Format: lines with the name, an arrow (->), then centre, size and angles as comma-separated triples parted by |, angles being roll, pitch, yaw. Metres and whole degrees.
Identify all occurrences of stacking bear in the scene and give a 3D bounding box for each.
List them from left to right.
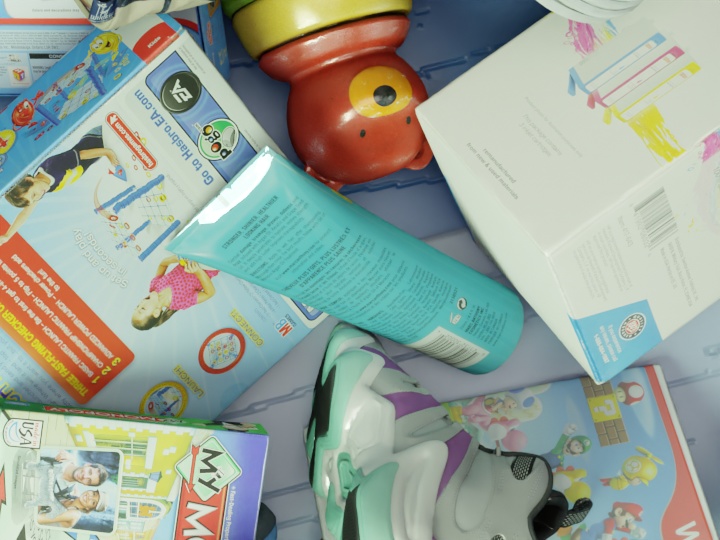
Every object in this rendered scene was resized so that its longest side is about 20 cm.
stacking bear -> -0.019, -0.142, 1.105 | 0.121, 0.114, 0.200 | -15, 87, -26

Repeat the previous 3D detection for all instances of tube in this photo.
tube -> 0.000, 0.000, 1.080 | 0.200, 0.050, 0.077 | 26, 116, -39

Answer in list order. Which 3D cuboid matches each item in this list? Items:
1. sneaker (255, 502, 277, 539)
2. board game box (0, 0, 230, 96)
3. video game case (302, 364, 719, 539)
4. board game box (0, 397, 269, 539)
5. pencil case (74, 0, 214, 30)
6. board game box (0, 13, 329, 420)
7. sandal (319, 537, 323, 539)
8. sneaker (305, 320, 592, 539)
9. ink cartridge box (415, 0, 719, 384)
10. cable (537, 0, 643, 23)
sneaker -> -0.110, 0.205, 1.105 | 0.200, 0.066, 0.078 | -43, 106, -6
board game box -> -0.153, -0.185, 1.070 | 0.151, 0.037, 0.200 | 2, 119, 15
video game case -> 0.079, 0.126, 1.111 | 0.199, 0.017, 0.143 | -10, 51, -4
board game box -> -0.125, 0.169, 1.046 | 0.134, 0.029, 0.201 | 6, 96, -14
pencil case -> -0.046, -0.170, 0.996 | 0.200, 0.089, 0.078 | -16, 94, -20
board game box -> -0.121, -0.003, 1.066 | 0.196, 0.056, 0.200 | -42, 132, -4
sandal -> 0.067, 0.167, 1.125 | 0.199, 0.055, 0.082 | -9, 51, -3
sneaker -> 0.050, 0.105, 1.081 | 0.140, 0.200, 0.078 | 6, 128, -14
ink cartridge box -> 0.155, -0.068, 1.087 | 0.200, 0.129, 0.125 | -35, 52, -5
cable -> 0.104, -0.222, 1.007 | 0.069, 0.200, 0.200 | -19, 108, 36
